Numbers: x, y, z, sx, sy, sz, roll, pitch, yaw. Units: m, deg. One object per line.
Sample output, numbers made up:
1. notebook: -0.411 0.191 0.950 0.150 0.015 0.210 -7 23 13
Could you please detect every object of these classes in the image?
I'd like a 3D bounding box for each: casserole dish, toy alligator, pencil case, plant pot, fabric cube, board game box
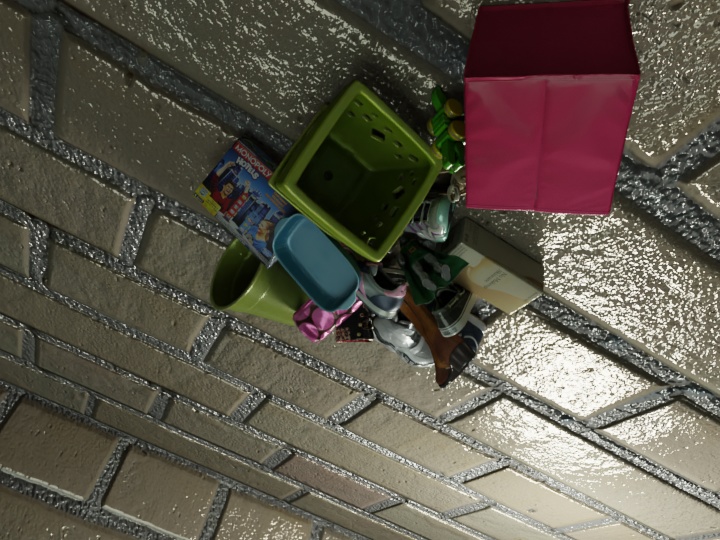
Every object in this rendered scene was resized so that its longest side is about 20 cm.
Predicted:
1. casserole dish: -0.075 -0.017 1.011 0.200 0.039 0.121 48 126 6
2. toy alligator: 0.144 -0.188 0.843 0.054 0.202 0.059 5 155 -27
3. pencil case: -0.060 0.062 1.165 0.093 0.091 0.200 24 119 -40
4. plant pot: -0.198 0.033 1.236 0.199 0.202 0.189 -22 138 38
5. plant pot: -0.023 -0.154 0.904 0.200 0.200 0.181 38 172 -24
6. fabric cube: 0.246 -0.217 0.748 0.198 0.197 0.200 5 138 16
7. board game box: -0.176 -0.147 1.057 0.200 0.062 0.200 45 106 -4

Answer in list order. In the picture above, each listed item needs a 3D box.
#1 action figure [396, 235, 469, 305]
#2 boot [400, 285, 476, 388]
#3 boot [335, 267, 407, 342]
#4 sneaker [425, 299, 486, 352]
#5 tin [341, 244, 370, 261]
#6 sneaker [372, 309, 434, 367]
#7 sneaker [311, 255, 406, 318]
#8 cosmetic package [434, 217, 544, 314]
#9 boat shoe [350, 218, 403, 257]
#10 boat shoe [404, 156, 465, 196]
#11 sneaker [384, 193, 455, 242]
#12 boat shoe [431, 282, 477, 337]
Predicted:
1. action figure: 0.111 -0.021 1.053 0.118 0.200 0.055 -34 117 0
2. boot: 0.139 0.145 1.188 0.200 0.068 0.189 46 163 18
3. boot: 0.018 0.075 1.203 0.198 0.152 0.073 -9 164 33
4. sneaker: 0.185 0.127 1.234 0.199 0.109 0.070 30 156 -16
5. tin: -0.011 -0.082 1.129 0.111 0.042 0.201 23 141 0
6. sneaker: 0.121 0.156 1.325 0.199 0.076 0.115 32 142 -11
7. sneaker: 0.000 0.000 1.044 0.199 0.070 0.082 35 123 8
8. cosmetic package: 0.249 -0.005 1.092 0.199 0.071 0.105 29 139 -13
9. boat shoe: 0.005 -0.058 1.021 0.071 0.066 0.200 31 165 -27
10. boat shoe: 0.173 -0.154 0.952 0.198 0.065 0.072 2 138 19
11. sneaker: 0.088 -0.098 0.982 0.139 0.079 0.200 15 174 4
12. boat shoe: 0.184 0.055 1.109 0.070 0.200 0.064 -29 101 23
